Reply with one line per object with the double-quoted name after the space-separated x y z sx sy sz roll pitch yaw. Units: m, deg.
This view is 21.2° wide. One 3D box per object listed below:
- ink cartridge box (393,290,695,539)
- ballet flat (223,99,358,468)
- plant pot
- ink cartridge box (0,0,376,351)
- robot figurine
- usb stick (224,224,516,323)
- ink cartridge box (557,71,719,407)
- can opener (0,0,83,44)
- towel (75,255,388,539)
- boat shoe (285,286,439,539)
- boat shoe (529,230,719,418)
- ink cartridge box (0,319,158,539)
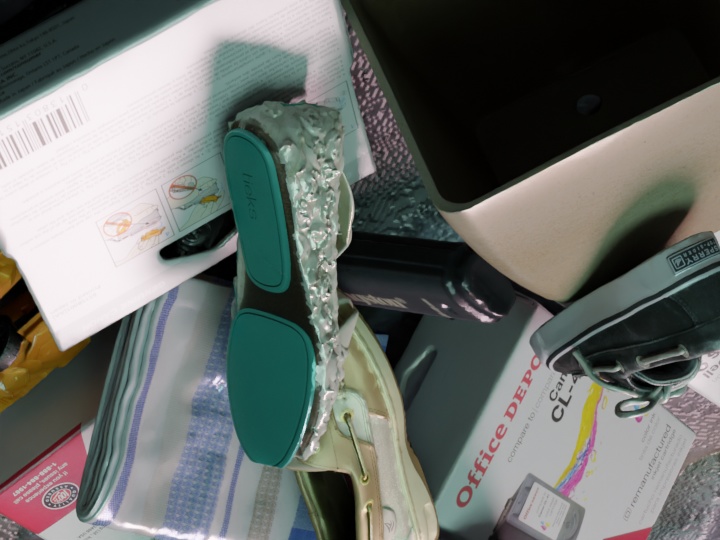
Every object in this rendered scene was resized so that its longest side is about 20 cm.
0.104 0.115 1.200 0.200 0.085 0.148 37 77 -43 "ink cartridge box"
-0.028 0.007 0.967 0.071 0.072 0.202 -8 120 -15 "ballet flat"
0.116 -0.100 0.980 0.199 0.201 0.177 -25 146 3 "plant pot"
-0.095 -0.068 0.946 0.199 0.044 0.174 -30 146 -10 "ink cartridge box"
-0.170 -0.012 1.034 0.200 0.058 0.145 -41 133 19 "robot figurine"
0.000 0.000 1.036 0.055 0.199 0.033 45 66 -35 "usb stick"
0.206 -0.020 1.155 0.145 0.088 0.199 -42 134 19 "ink cartridge box"
-0.112 -0.143 0.929 0.199 0.064 0.079 -27 135 5 "can opener"
-0.066 0.083 1.072 0.199 0.024 0.148 19 84 -47 "towel"
-0.017 0.088 1.053 0.066 0.074 0.201 -36 116 -28 "boat shoe"
0.150 0.038 1.017 0.073 0.069 0.199 -22 172 -23 "boat shoe"
-0.112 0.111 1.152 0.144 0.085 0.200 -37 134 14 "ink cartridge box"
